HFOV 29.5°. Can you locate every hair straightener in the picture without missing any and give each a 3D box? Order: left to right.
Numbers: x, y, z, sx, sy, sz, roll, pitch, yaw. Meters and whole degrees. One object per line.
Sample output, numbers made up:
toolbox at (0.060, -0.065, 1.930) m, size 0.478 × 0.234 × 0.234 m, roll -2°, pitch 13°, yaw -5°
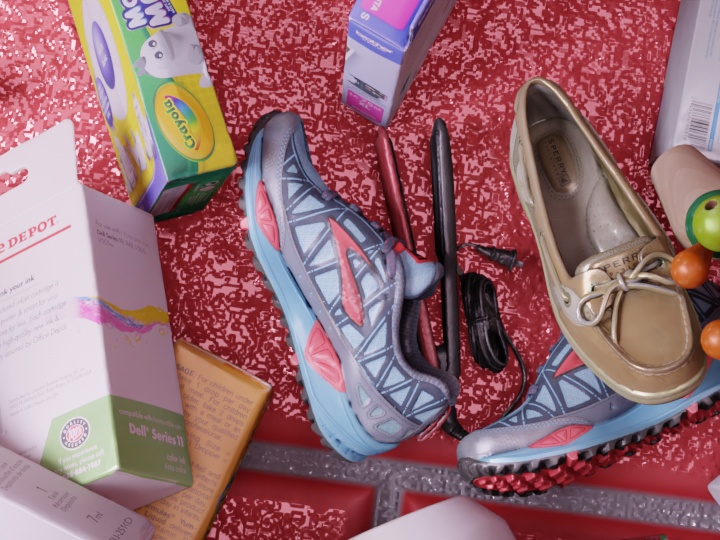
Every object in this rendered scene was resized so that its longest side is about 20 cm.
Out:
hair straightener at (0.062, 0.008, 0.812) m, size 0.076 × 0.041 × 0.203 m, roll -11°, pitch 85°, yaw -4°

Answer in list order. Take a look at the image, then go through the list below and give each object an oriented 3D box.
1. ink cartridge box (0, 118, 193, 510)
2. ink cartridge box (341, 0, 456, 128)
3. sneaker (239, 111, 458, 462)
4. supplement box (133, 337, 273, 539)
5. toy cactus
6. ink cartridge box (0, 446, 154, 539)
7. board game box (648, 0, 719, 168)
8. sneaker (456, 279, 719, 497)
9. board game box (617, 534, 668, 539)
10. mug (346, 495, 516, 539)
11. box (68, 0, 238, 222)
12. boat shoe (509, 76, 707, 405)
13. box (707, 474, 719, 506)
ink cartridge box at (-0.166, 0.034, 0.746) m, size 0.116 × 0.067 × 0.203 m, roll -23°, pitch 65°, yaw 25°
ink cartridge box at (0.033, -0.158, 0.747) m, size 0.042 × 0.200 × 0.120 m, roll 28°, pitch 83°, yaw -1°
sneaker at (0.000, 0.000, 0.777) m, size 0.094 × 0.079 × 0.203 m, roll -19°, pitch 94°, yaw 16°
supplement box at (-0.117, 0.143, 0.776) m, size 0.068 × 0.067 × 0.202 m, roll 23°, pitch 84°, yaw -1°
toy cactus at (0.210, -0.010, 0.726) m, size 0.102 × 0.199 × 0.166 m, roll -44°, pitch 47°, yaw 21°
ink cartridge box at (-0.216, 0.177, 0.680) m, size 0.174 × 0.045 × 0.202 m, roll 25°, pitch 107°, yaw 4°
board game box at (0.289, -0.115, 0.826) m, size 0.197 × 0.064 × 0.150 m, roll 13°, pitch 85°, yaw 0°
sneaker at (0.137, 0.064, 0.801) m, size 0.198 × 0.080 × 0.096 m, roll -21°, pitch 69°, yaw -15°
board game box at (0.129, 0.197, 0.723) m, size 0.019 × 0.199 × 0.104 m, roll -37°, pitch 63°, yaw 32°
mug at (0.031, 0.216, 0.742) m, size 0.184 × 0.150 × 0.155 m, roll -18°, pitch 77°, yaw -11°
box at (-0.128, -0.137, 0.776) m, size 0.048 × 0.117 × 0.203 m, roll -14°, pitch 84°, yaw -19°
boat shoe at (0.133, -0.019, 0.766) m, size 0.072 × 0.063 × 0.203 m, roll -19°, pitch 57°, yaw 4°
box at (0.327, 0.158, 0.778) m, size 0.152 × 0.106 × 0.201 m, roll -38°, pitch 88°, yaw -6°
